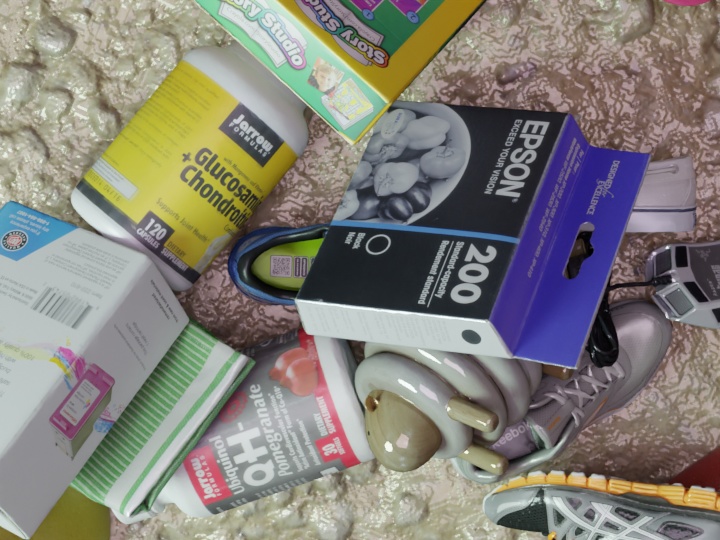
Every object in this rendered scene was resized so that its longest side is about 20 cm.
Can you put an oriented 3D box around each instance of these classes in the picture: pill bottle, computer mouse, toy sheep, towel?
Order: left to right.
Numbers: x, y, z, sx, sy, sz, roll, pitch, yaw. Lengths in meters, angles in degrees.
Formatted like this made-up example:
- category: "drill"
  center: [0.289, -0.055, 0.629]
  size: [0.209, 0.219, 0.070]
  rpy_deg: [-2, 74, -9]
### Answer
- category: "towel"
  center: [-0.191, 0.079, 1.223]
  size: [0.200, 0.023, 0.153]
  rpy_deg: [28, 77, 31]
- category: "pill bottle"
  center: [-0.110, -0.092, 1.223]
  size: [0.112, 0.112, 0.200]
  rpy_deg: [39, 88, -2]
- category: "pill bottle"
  center: [-0.094, 0.119, 1.247]
  size: [0.200, 0.111, 0.111]
  rpy_deg: [-20, 94, 4]
- category: "toy sheep"
  center: [0.071, 0.064, 1.191]
  size: [0.138, 0.138, 0.200]
  rpy_deg: [43, 60, -3]
- category: "computer mouse"
  center: [0.249, 0.017, 1.243]
  size: [0.200, 0.044, 0.110]
  rpy_deg: [-3, 53, -14]

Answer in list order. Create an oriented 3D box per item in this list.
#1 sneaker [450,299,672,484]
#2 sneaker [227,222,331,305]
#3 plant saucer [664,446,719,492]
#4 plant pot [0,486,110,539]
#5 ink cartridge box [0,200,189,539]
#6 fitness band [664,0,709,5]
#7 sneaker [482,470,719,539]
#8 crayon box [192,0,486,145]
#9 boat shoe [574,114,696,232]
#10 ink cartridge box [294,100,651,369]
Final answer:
- category: "sneaker"
  center: [0.155, 0.099, 1.249]
  size: [0.200, 0.092, 0.076]
  rpy_deg: [-40, 93, 4]
- category: "sneaker"
  center: [0.000, 0.000, 1.245]
  size: [0.200, 0.089, 0.079]
  rpy_deg: [-4, 95, -1]
- category: "plant saucer"
  center: [0.276, 0.260, 1.289]
  size: [0.200, 0.037, 0.200]
  rpy_deg: [-35, 94, 4]
- category: "plant pot"
  center: [-0.297, 0.205, 1.244]
  size: [0.200, 0.142, 0.200]
  rpy_deg: [0, 95, 1]
- category: "ink cartridge box"
  center: [-0.241, 0.067, 1.171]
  size: [0.144, 0.085, 0.200]
  rpy_deg: [21, 63, 31]
- category: "fitness band"
  center: [0.262, -0.285, 1.197]
  size: [0.144, 0.037, 0.200]
  rpy_deg: [31, 96, -45]
- category: "sneaker"
  center: [0.187, 0.194, 1.243]
  size: [0.200, 0.078, 0.077]
  rpy_deg: [4, 78, 18]
- category: "crayon box"
  center: [-0.027, -0.211, 1.189]
  size: [0.200, 0.173, 0.058]
  rpy_deg: [42, 136, -2]
- category: "boat shoe"
  center: [0.152, -0.073, 1.243]
  size: [0.202, 0.075, 0.086]
  rpy_deg: [1, 96, -1]
- category: "ink cartridge box"
  center: [0.080, -0.031, 1.156]
  size: [0.200, 0.043, 0.198]
  rpy_deg: [7, 53, 23]
